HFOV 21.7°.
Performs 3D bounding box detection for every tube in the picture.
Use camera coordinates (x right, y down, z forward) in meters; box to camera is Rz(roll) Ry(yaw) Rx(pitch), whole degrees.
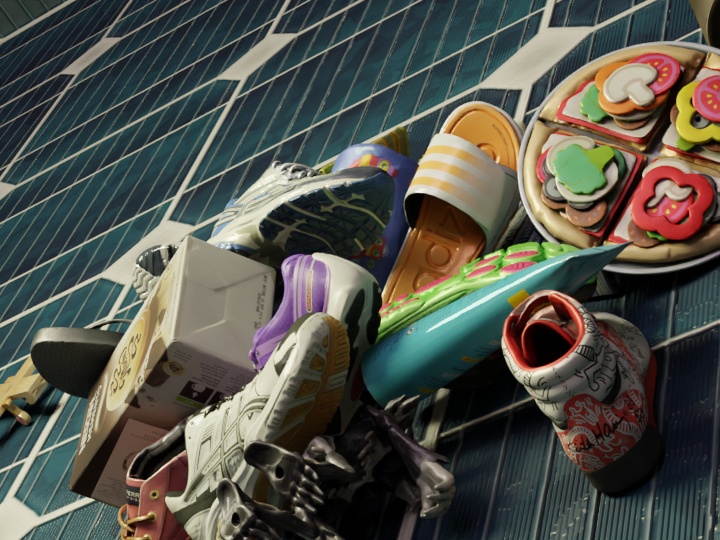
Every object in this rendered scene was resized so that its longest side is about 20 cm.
[{"bbox_3d":[0.087,0.030,1.249,0.200,0.050,0.077,-34,-7,33],"label":"tube"}]

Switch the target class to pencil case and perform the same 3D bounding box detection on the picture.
[{"bbox_3d":[0.000,0.000,1.467,0.078,0.087,0.200,10,64,6],"label":"pencil case"}]

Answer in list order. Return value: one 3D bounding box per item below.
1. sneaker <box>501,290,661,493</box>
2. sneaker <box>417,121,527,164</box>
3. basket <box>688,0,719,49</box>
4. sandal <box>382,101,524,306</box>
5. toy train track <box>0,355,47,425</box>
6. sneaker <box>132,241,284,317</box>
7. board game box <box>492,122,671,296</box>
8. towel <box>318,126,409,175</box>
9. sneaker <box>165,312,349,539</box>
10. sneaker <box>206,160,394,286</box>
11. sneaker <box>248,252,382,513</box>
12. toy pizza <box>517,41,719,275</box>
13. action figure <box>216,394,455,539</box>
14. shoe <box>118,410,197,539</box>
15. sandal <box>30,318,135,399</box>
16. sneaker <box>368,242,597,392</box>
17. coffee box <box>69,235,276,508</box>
[{"bbox_3d":[0.138,0.047,1.199,0.067,0.108,0.201,-30,21,14],"label":"sneaker"},{"bbox_3d":[0.078,-0.063,1.575,0.090,0.075,0.200,-24,24,40],"label":"sneaker"},{"bbox_3d":[0.329,-0.240,1.499,0.180,0.136,0.200,-20,28,22],"label":"basket"},{"bbox_3d":[0.066,-0.033,1.390,0.079,0.059,0.207,18,78,16],"label":"sandal"},{"bbox_3d":[-0.360,0.134,1.889,0.200,0.033,0.115,-16,35,54],"label":"toy train track"},{"bbox_3d":[-0.088,0.013,1.571,0.199,0.080,0.130,5,9,-2],"label":"sneaker"},{"bbox_3d":[0.186,-0.061,1.424,0.200,0.062,0.200,-12,31,48],"label":"board game box"},{"bbox_3d":[0.003,-0.064,1.597,0.018,0.086,0.200,2,14,21],"label":"towel"},{"bbox_3d":[-0.078,0.105,1.262,0.076,0.088,0.200,-7,-53,-55],"label":"sneaker"},{"bbox_3d":[-0.049,-0.052,1.431,0.200,0.077,0.085,-21,45,42],"label":"sneaker"},{"bbox_3d":[-0.043,0.081,1.327,0.083,0.201,0.081,22,16,25],"label":"sneaker"},{"bbox_3d":[0.209,-0.088,1.345,0.200,0.032,0.201,-9,58,14],"label":"toy pizza"},{"bbox_3d":[-0.005,0.146,1.219,0.119,0.102,0.200,-51,-23,23],"label":"action figure"},{"bbox_3d":[-0.152,0.193,1.351,0.200,0.091,0.071,-45,23,-25],"label":"shoe"},{"bbox_3d":[-0.175,0.072,1.553,0.076,0.200,0.043,116,153,-45],"label":"sandal"},{"bbox_3d":[0.087,0.040,1.332,0.200,0.084,0.077,-25,10,30],"label":"sneaker"},{"bbox_3d":[-0.145,0.086,1.446,0.200,0.080,0.113,-54,22,39],"label":"coffee box"}]
